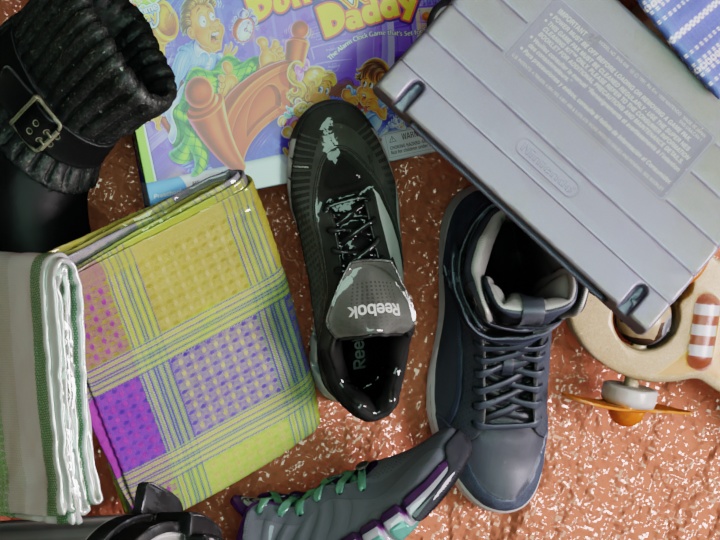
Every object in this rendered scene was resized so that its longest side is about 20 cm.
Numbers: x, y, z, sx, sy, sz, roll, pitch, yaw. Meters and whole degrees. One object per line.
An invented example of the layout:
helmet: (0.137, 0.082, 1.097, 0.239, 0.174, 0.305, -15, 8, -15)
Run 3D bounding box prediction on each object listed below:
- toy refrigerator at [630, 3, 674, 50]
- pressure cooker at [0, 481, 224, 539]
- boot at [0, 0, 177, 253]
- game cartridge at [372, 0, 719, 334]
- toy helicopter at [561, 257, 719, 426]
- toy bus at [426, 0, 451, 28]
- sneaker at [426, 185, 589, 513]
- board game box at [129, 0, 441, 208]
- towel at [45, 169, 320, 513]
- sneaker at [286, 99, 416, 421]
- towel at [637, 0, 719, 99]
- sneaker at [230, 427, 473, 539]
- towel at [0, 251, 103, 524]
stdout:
toy refrigerator: (0.209, -0.148, 1.508, 0.200, 0.076, 0.070, -45, 98, -6)
pressure cooker: (-0.153, 0.226, 1.380, 0.199, 0.179, 0.177, -7, 108, 28)
boot: (-0.161, -0.055, 1.424, 0.157, 0.079, 0.212, -32, 97, 15)
game cartridge: (0.121, -0.078, 1.340, 0.200, 0.038, 0.130, 43, 78, 1)
toy helicopter: (0.207, 0.058, 1.518, 0.200, 0.079, 0.133, 36, 86, -14)
toy bus: (0.093, -0.208, 1.466, 0.078, 0.065, 0.201, -4, 75, 34)
sneaker: (0.088, 0.053, 1.462, 0.076, 0.146, 0.204, -5, 95, -10)
board game box: (-0.045, -0.121, 1.483, 0.199, 0.045, 0.135, -13, 94, -8)
towel: (-0.103, 0.045, 1.439, 0.143, 0.023, 0.201, -29, 126, -16)
sneaker: (0.000, 0.000, 1.445, 0.066, 0.091, 0.201, -9, 112, -11)
towel: (0.183, -0.212, 1.348, 0.145, 0.024, 0.200, -39, 93, -24)
sneaker: (-0.026, 0.148, 1.473, 0.200, 0.074, 0.088, -43, 89, 7)
towel: (-0.216, 0.064, 1.398, 0.031, 0.199, 0.150, -4, 93, -40)
